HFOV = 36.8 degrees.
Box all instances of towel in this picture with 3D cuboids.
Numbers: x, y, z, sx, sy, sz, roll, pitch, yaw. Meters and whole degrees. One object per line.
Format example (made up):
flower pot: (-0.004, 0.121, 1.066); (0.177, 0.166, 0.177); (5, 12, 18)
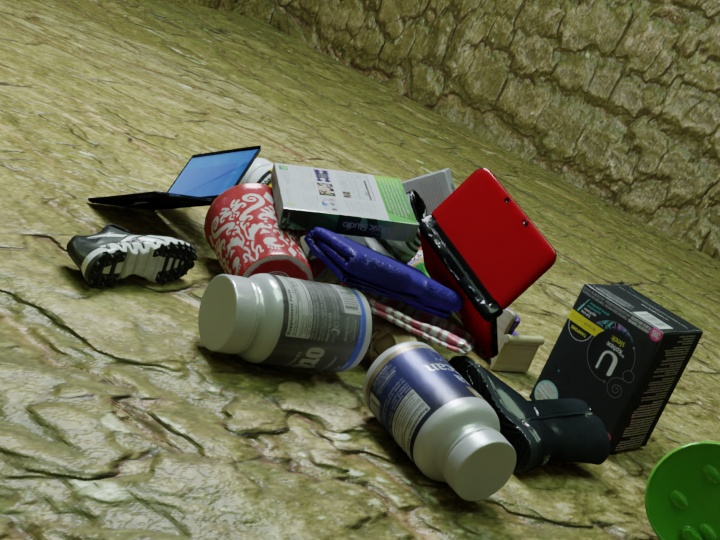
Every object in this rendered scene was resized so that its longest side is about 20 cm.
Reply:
towel: (0.069, 0.061, 1.511); (0.200, 0.030, 0.146); (26, 6, 6)
towel: (0.029, 0.006, 1.499); (0.200, 0.050, 0.148); (23, 5, -32)

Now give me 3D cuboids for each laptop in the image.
laptop: (-0.283, -0.148, 1.661); (0.177, 0.103, 0.200); (-2, -5, 44)

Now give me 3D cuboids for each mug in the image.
mug: (-0.124, -0.034, 1.552); (0.133, 0.177, 0.200); (62, -1, -34)

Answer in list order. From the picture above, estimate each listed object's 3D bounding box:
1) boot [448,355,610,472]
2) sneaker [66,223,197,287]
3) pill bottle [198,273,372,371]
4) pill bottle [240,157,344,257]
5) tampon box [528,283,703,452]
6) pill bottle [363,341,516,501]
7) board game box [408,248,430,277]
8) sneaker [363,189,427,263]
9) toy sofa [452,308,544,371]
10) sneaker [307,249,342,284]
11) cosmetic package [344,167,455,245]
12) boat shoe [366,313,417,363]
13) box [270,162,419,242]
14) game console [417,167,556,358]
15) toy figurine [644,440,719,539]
boot: (0.223, 0.190, 1.452); (0.168, 0.076, 0.200); (3, 33, -40)
sneaker: (-0.307, -0.027, 1.449); (0.090, 0.066, 0.200); (36, 24, 29)
pill bottle: (-0.095, 0.065, 1.369); (0.200, 0.114, 0.114); (10, 22, -35)
pill bottle: (-0.123, -0.113, 1.852); (0.200, 0.112, 0.112); (35, 21, 34)
tampon box: (0.372, 0.140, 1.584); (0.126, 0.200, 0.150); (3, 25, -47)
pill bottle: (0.095, 0.178, 1.278); (0.111, 0.111, 0.200); (10, 22, -35)
board game box: (0.079, 0.004, 1.731); (0.153, 0.040, 0.200); (-22, 23, 1)
sneaker: (0.040, -0.095, 1.717); (0.201, 0.115, 0.076); (49, 13, 33)
toy sofa: (0.202, 0.072, 1.742); (0.083, 0.098, 0.200); (8, 22, -39)
sneaker: (0.000, 0.000, 1.671); (0.087, 0.075, 0.200); (-7, 22, -34)
cosmetic package: (0.069, -0.100, 1.863); (0.200, 0.101, 0.071); (-15, 6, 14)
boat shoe: (0.029, 0.104, 1.495); (0.064, 0.071, 0.200); (14, 9, -14)
box: (-0.026, -0.100, 1.580); (0.200, 0.036, 0.144); (5, 31, -13)
game console: (0.178, -0.010, 1.529); (0.119, 0.172, 0.200); (-25, 53, -10)
toy figurine: (0.459, 0.295, 1.402); (0.200, 0.150, 0.184); (48, 12, 6)
